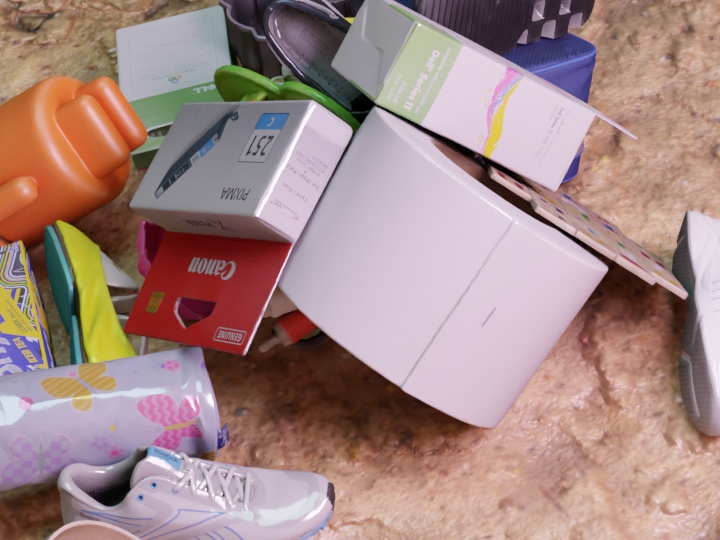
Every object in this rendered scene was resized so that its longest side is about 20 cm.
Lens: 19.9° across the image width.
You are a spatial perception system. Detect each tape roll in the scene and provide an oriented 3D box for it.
[{"bbox_3d":[0.055,-0.004,1.441,0.140,0.202,0.203,-55,43,9],"label":"tape roll"}]

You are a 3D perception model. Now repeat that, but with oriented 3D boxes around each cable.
[{"bbox_3d":[0.000,0.000,1.554,0.199,0.098,0.050,-24,27,-4],"label":"cable"}]

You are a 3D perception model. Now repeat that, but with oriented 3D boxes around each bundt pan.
[{"bbox_3d":[-0.025,-0.213,1.828,0.200,0.076,0.202,0,34,0],"label":"bundt pan"}]

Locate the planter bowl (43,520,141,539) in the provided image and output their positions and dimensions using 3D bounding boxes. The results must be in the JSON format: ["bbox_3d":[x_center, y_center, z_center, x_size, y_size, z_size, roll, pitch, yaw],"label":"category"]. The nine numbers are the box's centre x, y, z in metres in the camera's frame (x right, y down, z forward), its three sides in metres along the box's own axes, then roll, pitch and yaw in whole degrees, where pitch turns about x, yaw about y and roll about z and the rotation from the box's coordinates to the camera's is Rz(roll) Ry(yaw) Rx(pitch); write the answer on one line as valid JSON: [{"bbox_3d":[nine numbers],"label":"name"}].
[{"bbox_3d":[-0.177,0.271,1.241,0.134,0.200,0.201,-32,34,21],"label":"planter bowl"}]

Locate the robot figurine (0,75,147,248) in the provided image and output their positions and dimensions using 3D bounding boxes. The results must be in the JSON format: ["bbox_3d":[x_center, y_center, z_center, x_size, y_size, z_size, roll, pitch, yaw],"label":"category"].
[{"bbox_3d":[-0.272,-0.086,1.708,0.199,0.116,0.145,-26,55,28],"label":"robot figurine"}]

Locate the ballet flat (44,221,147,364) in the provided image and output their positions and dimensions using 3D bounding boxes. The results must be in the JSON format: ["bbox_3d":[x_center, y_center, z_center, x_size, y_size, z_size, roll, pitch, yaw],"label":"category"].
[{"bbox_3d":[-0.203,0.035,1.606,0.067,0.067,0.201,-4,41,-15],"label":"ballet flat"}]

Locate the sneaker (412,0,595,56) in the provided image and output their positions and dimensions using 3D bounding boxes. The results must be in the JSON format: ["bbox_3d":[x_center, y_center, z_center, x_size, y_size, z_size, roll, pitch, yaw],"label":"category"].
[{"bbox_3d":[0.092,-0.213,1.608,0.088,0.075,0.199,28,26,34],"label":"sneaker"}]

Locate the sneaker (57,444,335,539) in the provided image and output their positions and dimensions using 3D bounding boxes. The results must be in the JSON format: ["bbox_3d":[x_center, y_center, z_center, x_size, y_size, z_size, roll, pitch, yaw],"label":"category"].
[{"bbox_3d":[-0.118,0.157,1.421,0.198,0.087,0.075,-7,38,6],"label":"sneaker"}]

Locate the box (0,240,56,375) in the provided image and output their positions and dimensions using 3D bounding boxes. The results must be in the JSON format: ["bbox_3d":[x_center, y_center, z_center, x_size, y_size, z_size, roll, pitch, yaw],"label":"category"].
[{"bbox_3d":[-0.274,0.066,1.593,0.070,0.065,0.200,-17,40,-5],"label":"box"}]

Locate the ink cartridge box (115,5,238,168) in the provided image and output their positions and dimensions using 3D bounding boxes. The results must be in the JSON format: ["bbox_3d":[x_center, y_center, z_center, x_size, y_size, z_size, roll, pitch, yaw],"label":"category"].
[{"bbox_3d":[-0.158,-0.149,1.821,0.103,0.060,0.201,-13,39,1],"label":"ink cartridge box"}]

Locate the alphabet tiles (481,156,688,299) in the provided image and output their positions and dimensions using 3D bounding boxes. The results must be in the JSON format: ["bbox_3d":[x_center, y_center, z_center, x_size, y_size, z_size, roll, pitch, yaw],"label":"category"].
[{"bbox_3d":[0.161,-0.038,1.509,0.166,0.006,0.200,32,10,-7],"label":"alphabet tiles"}]

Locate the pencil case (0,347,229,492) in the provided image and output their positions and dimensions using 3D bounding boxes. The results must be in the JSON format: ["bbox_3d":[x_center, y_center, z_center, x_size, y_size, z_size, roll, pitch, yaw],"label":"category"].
[{"bbox_3d":[-0.198,0.110,1.470,0.198,0.091,0.083,-7,44,-12],"label":"pencil case"}]

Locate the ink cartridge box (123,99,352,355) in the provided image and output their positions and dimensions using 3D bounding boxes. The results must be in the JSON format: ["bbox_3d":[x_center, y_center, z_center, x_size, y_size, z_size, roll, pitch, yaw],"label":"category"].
[{"bbox_3d":[-0.106,-0.035,1.469,0.200,0.045,0.177,5,67,58],"label":"ink cartridge box"}]

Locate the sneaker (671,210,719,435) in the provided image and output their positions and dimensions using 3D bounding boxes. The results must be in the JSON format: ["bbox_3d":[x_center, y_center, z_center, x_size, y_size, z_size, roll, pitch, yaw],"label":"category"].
[{"bbox_3d":[0.269,0.035,1.470,0.080,0.071,0.201,9,46,-2],"label":"sneaker"}]

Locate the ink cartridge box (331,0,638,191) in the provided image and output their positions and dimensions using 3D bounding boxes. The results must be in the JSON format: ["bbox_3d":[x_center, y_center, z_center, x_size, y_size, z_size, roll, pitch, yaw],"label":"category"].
[{"bbox_3d":[0.090,-0.122,1.490,0.068,0.199,0.117,-62,24,9],"label":"ink cartridge box"}]

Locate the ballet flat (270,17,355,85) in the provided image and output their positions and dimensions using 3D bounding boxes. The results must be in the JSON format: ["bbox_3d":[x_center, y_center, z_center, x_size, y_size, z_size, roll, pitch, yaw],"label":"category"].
[{"bbox_3d":[-0.040,-0.151,1.688,0.067,0.200,0.067,3,65,-23],"label":"ballet flat"}]

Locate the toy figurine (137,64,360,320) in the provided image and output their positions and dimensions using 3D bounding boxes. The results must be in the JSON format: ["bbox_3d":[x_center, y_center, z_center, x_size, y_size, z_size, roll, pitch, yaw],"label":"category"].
[{"bbox_3d":[-0.095,-0.045,1.606,0.185,0.150,0.200,-56,18,-13],"label":"toy figurine"}]

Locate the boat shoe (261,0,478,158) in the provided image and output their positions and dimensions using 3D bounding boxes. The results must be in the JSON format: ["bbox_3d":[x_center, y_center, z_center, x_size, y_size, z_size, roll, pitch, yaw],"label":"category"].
[{"bbox_3d":[0.004,-0.139,1.573,0.199,0.076,0.060,35,13,3],"label":"boat shoe"}]

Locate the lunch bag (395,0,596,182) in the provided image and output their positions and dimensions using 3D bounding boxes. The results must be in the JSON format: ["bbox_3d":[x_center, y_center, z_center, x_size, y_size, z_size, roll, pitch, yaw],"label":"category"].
[{"bbox_3d":[0.097,-0.135,1.675,0.135,0.133,0.200,-16,36,-34],"label":"lunch bag"}]
